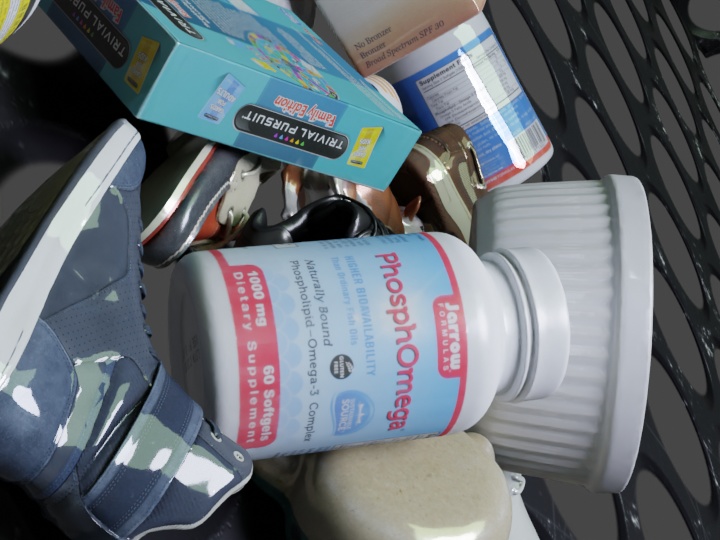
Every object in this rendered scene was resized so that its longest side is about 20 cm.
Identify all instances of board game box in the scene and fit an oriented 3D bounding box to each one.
[{"bbox_3d":[-0.079,-0.122,0.798,0.199,0.047,0.151,12,27,-49],"label":"board game box"}]

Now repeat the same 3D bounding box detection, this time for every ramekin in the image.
[{"bbox_3d":[0.119,0.038,0.890,0.200,0.103,0.203,3,90,-88],"label":"ramekin"}]

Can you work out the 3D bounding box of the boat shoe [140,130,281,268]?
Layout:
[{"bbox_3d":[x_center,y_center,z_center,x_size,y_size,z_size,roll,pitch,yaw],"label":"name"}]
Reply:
[{"bbox_3d":[-0.087,-0.046,0.798,0.063,0.071,0.200,53,19,-15],"label":"boat shoe"}]

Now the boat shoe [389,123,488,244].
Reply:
[{"bbox_3d":[0.087,-0.021,1.078,0.075,0.074,0.204,-41,130,-28],"label":"boat shoe"}]

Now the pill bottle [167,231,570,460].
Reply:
[{"bbox_3d":[0.004,0.037,0.729,0.109,0.197,0.111,175,-90,-72],"label":"pill bottle"}]

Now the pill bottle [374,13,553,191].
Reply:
[{"bbox_3d":[0.079,-0.165,1.228,0.202,0.111,0.112,60,23,-9],"label":"pill bottle"}]

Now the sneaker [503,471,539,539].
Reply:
[{"bbox_3d":[0.090,0.130,0.997,0.202,0.070,0.073,60,23,-10],"label":"sneaker"}]

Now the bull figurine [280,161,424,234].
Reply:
[{"bbox_3d":[-0.003,-0.034,0.957,0.200,0.064,0.123,53,26,-46],"label":"bull figurine"}]

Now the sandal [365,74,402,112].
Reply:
[{"bbox_3d":[-0.003,-0.112,1.051,0.060,0.078,0.206,67,14,11],"label":"sandal"}]

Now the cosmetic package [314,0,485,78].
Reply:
[{"bbox_3d":[-0.003,-0.247,0.932,0.201,0.103,0.088,56,23,-17],"label":"cosmetic package"}]

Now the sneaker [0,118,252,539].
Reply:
[{"bbox_3d":[-0.108,0.035,0.637,0.146,0.077,0.204,41,40,-22],"label":"sneaker"}]

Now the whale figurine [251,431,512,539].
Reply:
[{"bbox_3d":[0.003,0.121,0.805,0.157,0.105,0.201,1,36,-28],"label":"whale figurine"}]

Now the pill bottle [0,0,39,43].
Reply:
[{"bbox_3d":[-0.208,-0.111,0.545,0.112,0.110,0.201,56,24,-18],"label":"pill bottle"}]

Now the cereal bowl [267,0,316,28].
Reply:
[{"bbox_3d":[-0.091,-0.234,0.965,0.200,0.083,0.202,46,29,-36],"label":"cereal bowl"}]

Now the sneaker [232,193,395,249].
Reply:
[{"bbox_3d":[0.000,0.000,0.828,0.199,0.092,0.076,-8,34,-47],"label":"sneaker"}]
